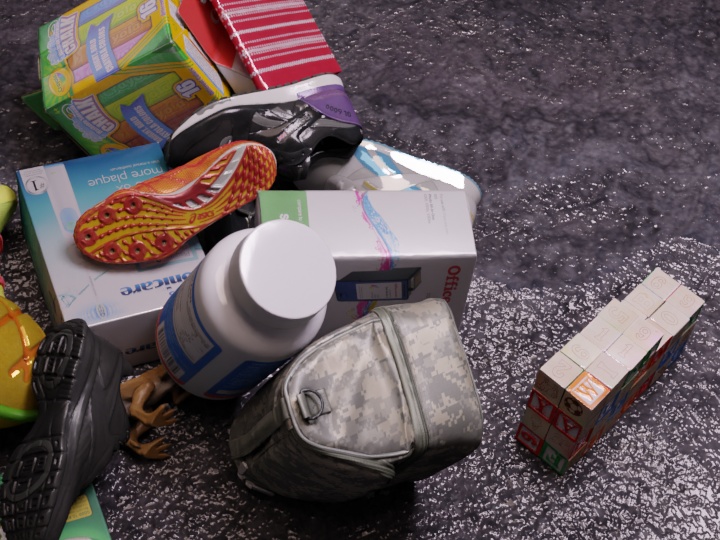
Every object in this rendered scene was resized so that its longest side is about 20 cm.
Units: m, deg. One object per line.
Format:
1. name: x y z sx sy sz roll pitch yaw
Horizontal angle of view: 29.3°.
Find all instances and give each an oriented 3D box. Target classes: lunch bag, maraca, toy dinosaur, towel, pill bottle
1. lunch bag: -0.012 0.121 1.162 0.167 0.200 0.140 -9 75 -22
2. maraca: -0.345 0.065 1.175 0.199 0.107 0.137 33 15 -31
3. toy dinosaur: -0.210 0.120 1.245 0.199 0.061 0.106 -27 45 -12
4. towel: -0.106 -0.272 1.423 0.144 0.022 0.201 -25 86 -56
5. pill bottle: -0.093 0.031 1.149 0.111 0.200 0.113 9 68 -23

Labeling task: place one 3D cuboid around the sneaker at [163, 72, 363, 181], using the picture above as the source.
1. sneaker: -0.090 -0.125 1.348 0.199 0.076 0.088 -21 70 -18

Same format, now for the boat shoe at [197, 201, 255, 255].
1. boat shoe: -0.142 -0.073 1.388 0.071 0.068 0.201 0 53 -10

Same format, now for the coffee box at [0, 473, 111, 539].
1. coffee box: -0.258 0.254 1.128 0.122 0.044 0.201 -16 55 -19

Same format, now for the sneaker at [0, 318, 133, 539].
1. sneaker: -0.234 0.145 1.142 0.076 0.091 0.201 -6 62 39

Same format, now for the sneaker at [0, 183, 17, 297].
1. sneaker: -0.365 0.007 1.297 0.090 0.078 0.201 23 59 2

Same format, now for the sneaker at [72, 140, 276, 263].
1. sneaker: -0.170 -0.060 1.276 0.199 0.077 0.073 -23 102 -15

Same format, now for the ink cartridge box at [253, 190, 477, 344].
1. ink cartridge box: 0.000 0.000 1.297 0.198 0.146 0.088 -2 52 -9

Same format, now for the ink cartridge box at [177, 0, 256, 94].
1. ink cartridge box: -0.105 -0.249 1.448 0.050 0.200 0.162 -13 43 23

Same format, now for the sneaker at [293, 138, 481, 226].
1. sneaker: 0.020 -0.075 1.406 0.198 0.077 0.081 14 57 8

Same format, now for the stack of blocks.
1. stack of blocks: 0.236 0.084 1.282 0.058 0.116 0.200 38 56 21

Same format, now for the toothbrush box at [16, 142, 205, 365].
1. toothbrush box: -0.233 -0.011 1.315 0.145 0.086 0.201 -13 56 -18

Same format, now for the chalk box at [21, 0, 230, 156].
1. chalk box: -0.249 -0.194 1.409 0.199 0.124 0.124 -26 52 15
